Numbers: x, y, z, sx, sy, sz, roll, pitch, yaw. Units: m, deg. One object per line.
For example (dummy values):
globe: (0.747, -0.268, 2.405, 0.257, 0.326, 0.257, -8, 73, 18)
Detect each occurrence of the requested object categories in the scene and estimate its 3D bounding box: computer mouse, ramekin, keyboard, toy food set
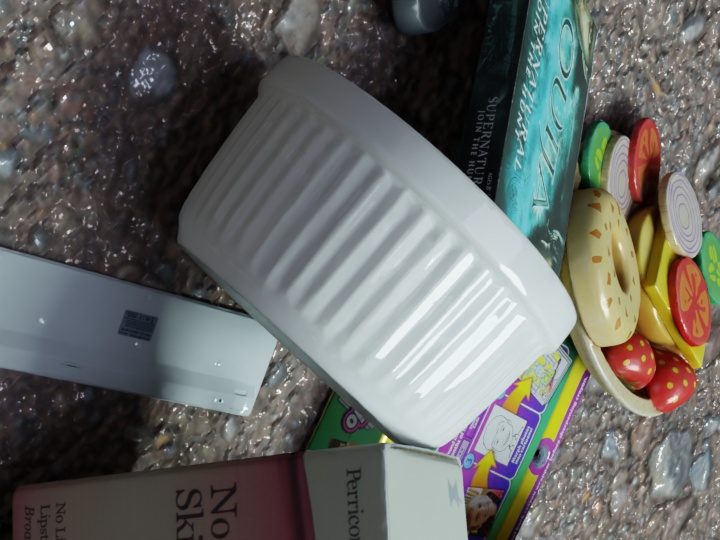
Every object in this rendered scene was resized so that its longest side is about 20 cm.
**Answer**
computer mouse: (0.069, -0.212, 0.778, 0.201, 0.034, 0.059, -54, 144, -24)
ramekin: (0.000, 0.000, 0.678, 0.105, 0.200, 0.200, -48, 134, -5)
keyboard: (-0.119, 0.036, 0.705, 0.199, 0.011, 0.057, 19, 88, -47)
toy food set: (0.188, -0.004, 0.911, 0.201, 0.048, 0.199, 53, 42, -31)

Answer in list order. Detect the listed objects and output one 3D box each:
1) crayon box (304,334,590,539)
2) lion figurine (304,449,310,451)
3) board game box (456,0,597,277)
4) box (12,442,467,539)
crayon box: (0.060, 0.091, 0.866, 0.172, 0.058, 0.202, 30, 84, -45)
lion figurine: (-0.052, 0.195, 0.779, 0.072, 0.122, 0.203, -1, 93, -29)
board game box: (0.099, -0.090, 0.783, 0.135, 0.028, 0.202, 49, 48, -57)
box: (-0.054, 0.158, 0.642, 0.109, 0.198, 0.130, 27, 56, -64)
